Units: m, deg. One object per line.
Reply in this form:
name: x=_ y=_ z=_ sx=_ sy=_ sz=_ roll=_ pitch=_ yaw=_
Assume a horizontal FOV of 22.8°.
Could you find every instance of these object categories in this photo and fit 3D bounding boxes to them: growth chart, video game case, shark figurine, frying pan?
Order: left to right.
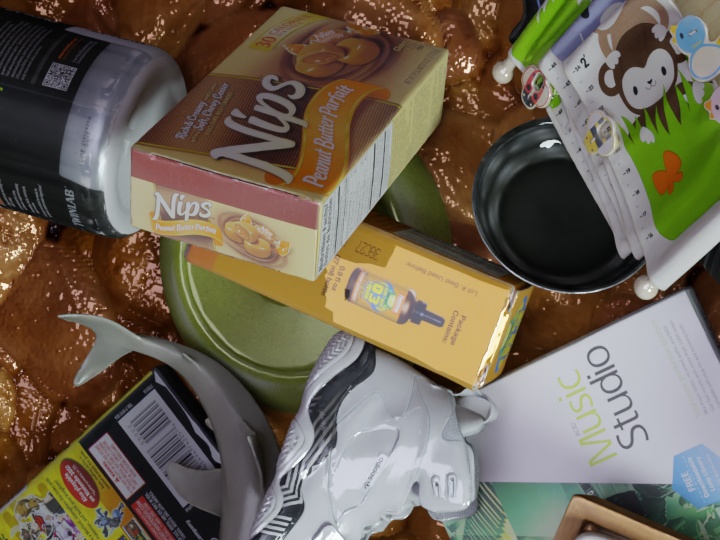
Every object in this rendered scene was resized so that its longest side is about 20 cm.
video game case: x=-0.132 y=0.195 z=1.166 sx=0.181 sy=0.025 sz=0.200 roll=-41 pitch=81 yaw=15
shark figurine: x=-0.087 y=0.098 z=1.097 sx=0.127 sy=0.090 sz=0.216 roll=-29 pitch=82 yaw=-9
frying pan: x=0.158 y=-0.037 z=1.055 sx=0.188 sy=0.031 sz=0.116 roll=-1 pitch=66 yaw=-5
growth chart: x=0.149 y=-0.088 z=0.971 sx=0.201 sy=0.018 sz=0.145 roll=63 pitch=141 yaw=30

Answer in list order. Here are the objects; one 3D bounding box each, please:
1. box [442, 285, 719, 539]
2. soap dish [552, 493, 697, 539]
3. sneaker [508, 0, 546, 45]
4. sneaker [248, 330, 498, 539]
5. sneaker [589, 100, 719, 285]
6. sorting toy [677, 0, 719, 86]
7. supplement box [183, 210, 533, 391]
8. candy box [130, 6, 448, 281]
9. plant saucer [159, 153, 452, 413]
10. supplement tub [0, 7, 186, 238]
box: x=0.139 y=0.117 z=1.072 sx=0.199 sy=0.036 sz=0.145 roll=-28 pitch=84 yaw=18
soap dish: x=0.158 y=0.237 z=1.025 sx=0.156 sy=0.081 sz=0.201 roll=22 pitch=108 yaw=4
sneaker: x=0.086 y=-0.231 z=1.054 sx=0.077 sy=0.070 sz=0.201 roll=-24 pitch=86 yaw=10
sneaker: x=0.004 y=0.144 z=1.043 sx=0.114 sy=0.075 sz=0.201 roll=18 pitch=81 yaw=11
sneaker: x=0.226 y=-0.043 z=0.977 sx=0.200 sy=0.115 sz=0.076 roll=44 pitch=128 yaw=49
sorting toy: x=0.239 y=-0.191 z=0.943 sx=0.199 sy=0.069 sz=0.200 roll=43 pitch=136 yaw=11
supplement box: x=0.000 y=0.000 z=1.063 sx=0.199 sy=0.069 sz=0.067 roll=24 pitch=100 yaw=16
candy box: x=-0.037 y=-0.079 z=1.033 sx=0.115 sy=0.200 sz=0.056 roll=16 pitch=127 yaw=17
plant saucer: x=-0.041 y=-0.008 z=1.125 sx=0.198 sy=0.031 sz=0.202 roll=1 pitch=92 yaw=18
supplement tub: x=-0.220 y=-0.102 z=1.128 sx=0.198 sy=0.122 sz=0.124 roll=16 pitch=97 yaw=16
